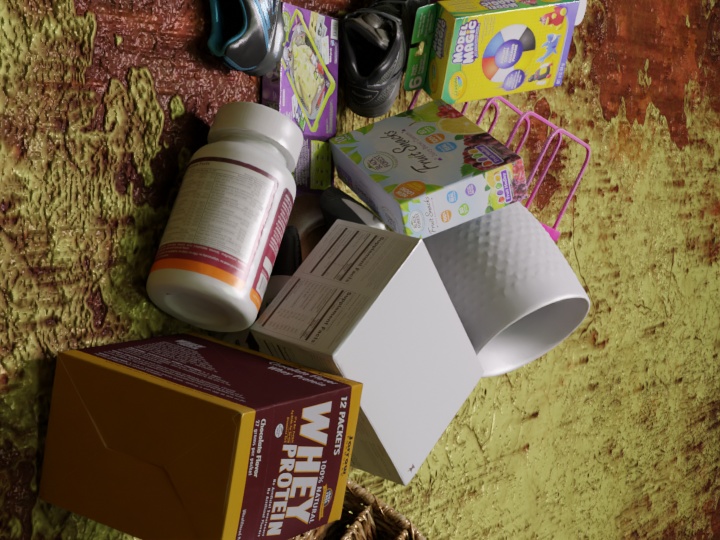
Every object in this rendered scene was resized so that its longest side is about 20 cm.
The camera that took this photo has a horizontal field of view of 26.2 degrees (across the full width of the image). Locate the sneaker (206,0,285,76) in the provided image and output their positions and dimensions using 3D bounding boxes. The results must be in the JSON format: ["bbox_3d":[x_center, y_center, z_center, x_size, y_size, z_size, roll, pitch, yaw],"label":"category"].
[{"bbox_3d":[-0.108,-0.296,1.520,0.082,0.073,0.202,4,88,-59],"label":"sneaker"}]

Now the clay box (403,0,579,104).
[{"bbox_3d":[0.149,-0.257,1.771,0.199,0.048,0.116,-14,132,-27],"label":"clay box"}]

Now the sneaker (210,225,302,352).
[{"bbox_3d":[-0.104,0.051,1.537,0.074,0.088,0.202,159,-60,-88],"label":"sneaker"}]

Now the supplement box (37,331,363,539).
[{"bbox_3d":[-0.137,0.149,1.360,0.200,0.196,0.134,-7,109,-60],"label":"supplement box"}]

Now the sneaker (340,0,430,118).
[{"bbox_3d":[0.030,-0.283,1.746,0.114,0.076,0.201,83,26,-66],"label":"sneaker"}]

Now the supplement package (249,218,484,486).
[{"bbox_3d":[0.012,0.080,1.516,0.156,0.110,0.201,-52,136,-26],"label":"supplement package"}]

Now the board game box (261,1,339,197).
[{"bbox_3d":[-0.065,-0.178,1.655,0.120,0.032,0.202,3,90,-65],"label":"board game box"}]

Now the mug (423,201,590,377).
[{"bbox_3d":[0.136,0.013,1.665,0.147,0.176,0.200,-21,155,-18],"label":"mug"}]

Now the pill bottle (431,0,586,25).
[{"bbox_3d":[0.170,-0.336,1.888,0.112,0.199,0.114,-8,99,-61],"label":"pill bottle"}]

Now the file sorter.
[{"bbox_3d":[0.155,-0.141,1.846,0.139,0.199,0.126,18,99,-60],"label":"file sorter"}]

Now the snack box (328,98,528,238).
[{"bbox_3d":[0.068,-0.108,1.629,0.141,0.200,0.053,-22,120,-13],"label":"snack box"}]

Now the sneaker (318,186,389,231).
[{"bbox_3d":[0.000,0.000,1.642,0.084,0.074,0.201,-39,125,-11],"label":"sneaker"}]

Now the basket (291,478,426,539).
[{"bbox_3d":[-0.003,0.340,1.696,0.200,0.142,0.150,-41,128,-53],"label":"basket"}]

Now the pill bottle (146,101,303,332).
[{"bbox_3d":[-0.124,-0.052,1.474,0.110,0.109,0.201,49,51,-51],"label":"pill bottle"}]

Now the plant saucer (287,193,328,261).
[{"bbox_3d":[-0.058,0.019,1.655,0.200,0.032,0.202,-31,126,-55],"label":"plant saucer"}]
